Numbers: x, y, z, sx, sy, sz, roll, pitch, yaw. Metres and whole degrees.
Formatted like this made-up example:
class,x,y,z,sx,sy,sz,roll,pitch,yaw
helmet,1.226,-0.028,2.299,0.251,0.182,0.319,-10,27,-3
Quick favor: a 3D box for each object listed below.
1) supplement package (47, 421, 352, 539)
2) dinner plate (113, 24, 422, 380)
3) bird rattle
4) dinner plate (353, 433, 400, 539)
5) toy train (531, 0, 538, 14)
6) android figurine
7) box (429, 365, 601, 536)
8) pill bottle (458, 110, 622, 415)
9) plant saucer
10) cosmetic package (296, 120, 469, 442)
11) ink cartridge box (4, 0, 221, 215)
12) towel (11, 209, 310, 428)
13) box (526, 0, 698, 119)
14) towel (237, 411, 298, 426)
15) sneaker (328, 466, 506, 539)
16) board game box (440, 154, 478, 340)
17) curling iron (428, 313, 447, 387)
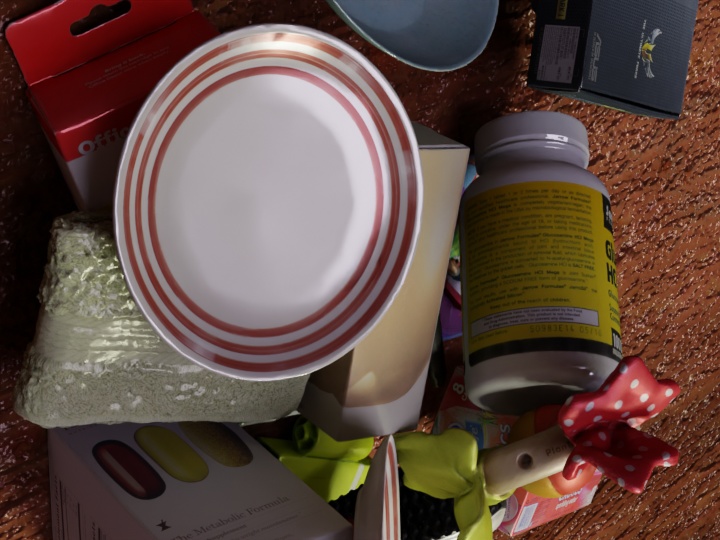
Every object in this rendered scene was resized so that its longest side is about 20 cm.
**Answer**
class,x,y,z,sx,sy,sz,roll,pitch,yaw
supplement package,-0.108,0.174,0.909,0.113,0.199,0.111,-16,123,-34
dinner plate,-0.051,-0.038,0.811,0.198,0.024,0.203,-6,101,-30
bird rattle,0.125,0.115,0.951,0.199,0.113,0.163,-34,170,19
dinner plate,0.011,0.204,0.882,0.024,0.201,0.202,-2,122,4
toy train,0.117,-0.233,1.013,0.046,0.034,0.200,-53,136,-3
android figurine,-0.046,0.197,1.095,0.199,0.041,0.184,17,100,-44
box,0.135,0.135,1.144,0.199,0.094,0.104,1,112,-63
pill bottle,0.127,-0.006,1.015,0.112,0.112,0.202,21,61,-46
plant saucer,0.009,-0.212,0.876,0.200,0.038,0.203,21,60,-40
cosmetic package,0.000,0.000,0.945,0.071,0.105,0.202,-4,111,-36
ink cartridge box,-0.120,-0.071,0.848,0.115,0.067,0.201,-27,129,-12
towel,-0.103,0.031,0.856,0.198,0.037,0.150,3,118,-31
box,0.195,-0.220,1.036,0.157,0.051,0.202,4,96,-52
towel,-0.030,0.007,1.013,0.148,0.031,0.202,-9,115,-36
sneaker,0.016,0.209,1.056,0.198,0.071,0.094,-21,140,-2
board game box,0.088,-0.009,1.102,0.199,0.039,0.160,-14,121,-37
curling iron,0.054,0.012,1.048,0.049,0.026,0.202,-27,131,-25
